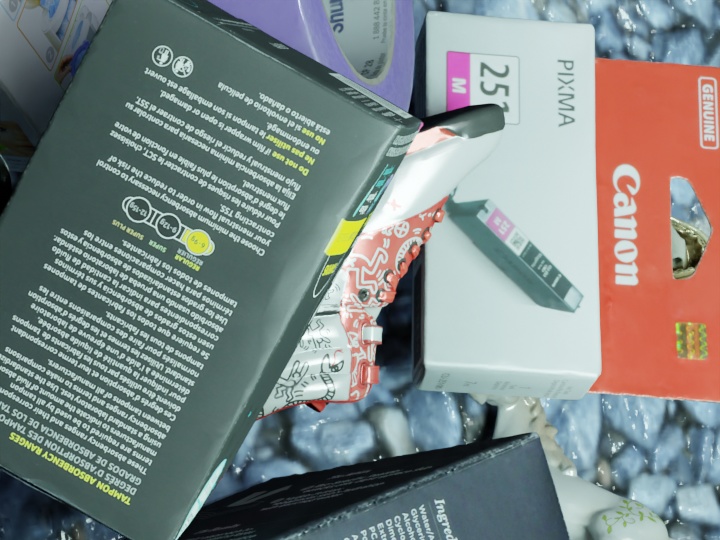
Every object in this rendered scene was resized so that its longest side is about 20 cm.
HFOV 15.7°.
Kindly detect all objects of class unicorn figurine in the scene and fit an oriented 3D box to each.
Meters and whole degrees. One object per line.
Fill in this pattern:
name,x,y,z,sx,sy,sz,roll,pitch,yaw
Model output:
unicorn figurine,0.092,0.119,1.347,0.200,0.074,0.137,39,48,11

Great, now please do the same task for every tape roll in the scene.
tape roll,-0.043,-0.150,1.247,0.200,0.085,0.200,-9,90,-72

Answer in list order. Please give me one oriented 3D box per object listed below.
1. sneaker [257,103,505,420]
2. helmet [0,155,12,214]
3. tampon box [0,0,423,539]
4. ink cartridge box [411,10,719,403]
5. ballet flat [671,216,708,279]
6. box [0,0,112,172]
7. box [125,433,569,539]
sneaker,-0.001,0.000,1.294,0.201,0.067,0.108,-27,98,-17
helmet,-0.256,-0.026,1.037,0.191,0.200,0.200,31,57,7
tampon box,-0.079,-0.005,1.093,0.126,0.150,0.200,29,96,2
ink cartridge box,0.115,-0.032,1.358,0.173,0.044,0.200,3,70,-7
ballet flat,0.112,-0.031,1.420,0.200,0.062,0.067,15,71,-35
box,-0.192,-0.136,1.111,0.200,0.112,0.101,60,41,-57
box,-0.035,0.164,1.160,0.200,0.197,0.118,-20,93,-40
